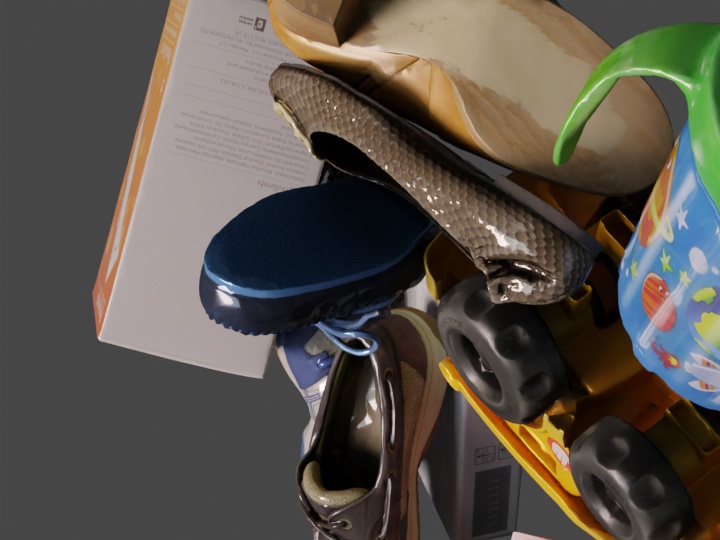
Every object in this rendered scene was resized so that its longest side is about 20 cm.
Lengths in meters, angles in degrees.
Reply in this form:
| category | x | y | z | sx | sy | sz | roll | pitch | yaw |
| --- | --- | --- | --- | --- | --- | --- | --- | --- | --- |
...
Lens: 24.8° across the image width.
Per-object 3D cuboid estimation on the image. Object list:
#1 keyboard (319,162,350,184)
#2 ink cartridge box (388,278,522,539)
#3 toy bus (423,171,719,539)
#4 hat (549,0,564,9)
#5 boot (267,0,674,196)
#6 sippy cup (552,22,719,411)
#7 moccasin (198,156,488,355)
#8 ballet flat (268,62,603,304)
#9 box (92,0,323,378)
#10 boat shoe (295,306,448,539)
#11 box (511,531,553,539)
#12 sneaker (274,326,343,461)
| category | x | y | z | sx | sy | sz | roll | pitch | yaw |
| --- | --- | --- | --- | --- | --- | --- | --- | --- | --- |
| keyboard | -0.018 | -0.049 | 0.987 | 0.104 | 0.039 | 0.201 | -114 | 25 | -44 |
| ink cartridge box | 0.048 | 0.030 | 0.958 | 0.174 | 0.043 | 0.201 | -116 | 21 | -52 |
| toy bus | 0.128 | 0.068 | 0.780 | 0.200 | 0.135 | 0.192 | 48 | 159 | 25 |
| hat | 0.062 | -0.214 | 0.774 | 0.200 | 0.165 | 0.177 | 15 | 80 | 52 |
| boot | 0.049 | -0.091 | 0.765 | 0.200 | 0.071 | 0.144 | 28 | 179 | 6 |
| sippy cup | 0.167 | -0.012 | 0.632 | 0.178 | 0.139 | 0.131 | 61 | 149 | 23 |
| moccasin | 0.000 | 0.000 | 0.769 | 0.080 | 0.200 | 0.068 | 34 | 123 | 27 |
| ballet flat | 0.022 | -0.038 | 0.726 | 0.200 | 0.046 | 0.067 | 34 | -179 | 35 |
| box | -0.081 | -0.057 | 0.933 | 0.124 | 0.097 | 0.201 | -135 | 60 | -75 |
| boat shoe | -0.005 | 0.117 | 0.896 | 0.073 | 0.065 | 0.201 | 19 | 105 | 42 |
| box | 0.157 | 0.193 | 0.771 | 0.200 | 0.102 | 0.095 | 3 | 75 | 55 |
| sneaker | 0.003 | 0.082 | 0.967 | 0.088 | 0.075 | 0.201 | 51 | 159 | 48 |
